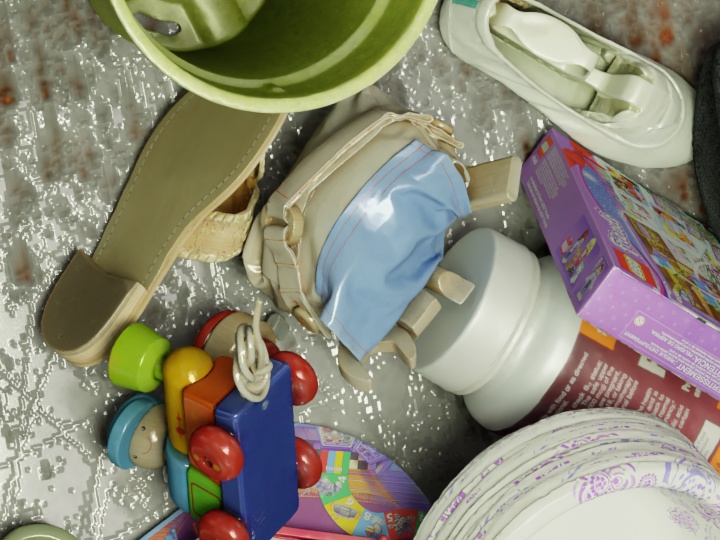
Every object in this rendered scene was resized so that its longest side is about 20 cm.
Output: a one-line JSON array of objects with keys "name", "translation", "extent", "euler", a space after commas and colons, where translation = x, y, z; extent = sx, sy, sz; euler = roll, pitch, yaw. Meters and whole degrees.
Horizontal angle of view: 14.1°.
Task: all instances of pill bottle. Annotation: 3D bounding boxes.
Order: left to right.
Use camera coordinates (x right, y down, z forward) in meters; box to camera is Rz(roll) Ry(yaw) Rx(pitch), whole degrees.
[{"name": "pill bottle", "translation": [0.134, 0.061, 1.745], "extent": [0.199, 0.114, 0.115], "euler": [29, 83, -20]}]

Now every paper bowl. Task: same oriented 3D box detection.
[{"name": "paper bowl", "translation": [0.118, 0.168, 1.666], "extent": [0.199, 0.104, 0.202], "euler": [-14, 125, -20]}]

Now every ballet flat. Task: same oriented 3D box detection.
[{"name": "ballet flat", "translation": [0.139, -0.116, 1.763], "extent": [0.199, 0.069, 0.070], "euler": [27, 83, -20]}]

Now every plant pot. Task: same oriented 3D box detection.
[{"name": "plant pot", "translation": [-0.076, -0.186, 1.614], "extent": [0.199, 0.184, 0.202], "euler": [-1, 92, -21]}]

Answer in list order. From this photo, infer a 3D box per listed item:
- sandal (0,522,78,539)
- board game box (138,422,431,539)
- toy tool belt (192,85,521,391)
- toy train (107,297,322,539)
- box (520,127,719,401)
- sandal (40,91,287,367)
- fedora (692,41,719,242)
[{"name": "sandal", "translation": [-0.196, 0.246, 1.657], "extent": [0.079, 0.057, 0.203], "euler": [5, 96, -20]}, {"name": "board game box", "translation": [-0.038, 0.180, 1.686], "extent": [0.200, 0.039, 0.158], "euler": [-36, 77, -18]}, {"name": "toy tool belt", "translation": [0.000, 0.000, 1.668], "extent": [0.201, 0.122, 0.125], "euler": [-57, 146, -10]}, {"name": "toy train", "translation": [-0.091, 0.061, 1.615], "extent": [0.085, 0.115, 0.201], "euler": [-44, 148, -34]}, {"name": "box", "translation": [0.172, 0.001, 1.714], "extent": [0.136, 0.200, 0.039], "euler": [31, 108, -19]}, {"name": "sandal", "translation": [-0.098, -0.027, 1.690], "extent": [0.212, 0.077, 0.070], "euler": [-53, 140, -4]}, {"name": "fedora", "translation": [0.254, -0.074, 1.759], "extent": [0.091, 0.201, 0.202], "euler": [-8, 96, -7]}]
